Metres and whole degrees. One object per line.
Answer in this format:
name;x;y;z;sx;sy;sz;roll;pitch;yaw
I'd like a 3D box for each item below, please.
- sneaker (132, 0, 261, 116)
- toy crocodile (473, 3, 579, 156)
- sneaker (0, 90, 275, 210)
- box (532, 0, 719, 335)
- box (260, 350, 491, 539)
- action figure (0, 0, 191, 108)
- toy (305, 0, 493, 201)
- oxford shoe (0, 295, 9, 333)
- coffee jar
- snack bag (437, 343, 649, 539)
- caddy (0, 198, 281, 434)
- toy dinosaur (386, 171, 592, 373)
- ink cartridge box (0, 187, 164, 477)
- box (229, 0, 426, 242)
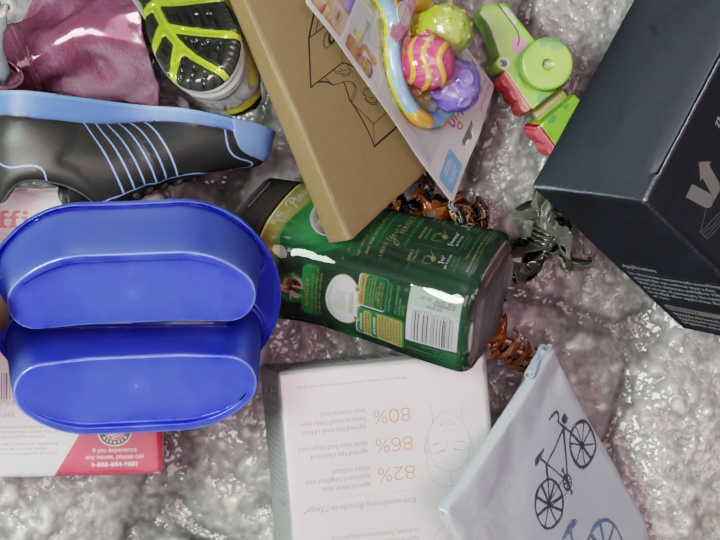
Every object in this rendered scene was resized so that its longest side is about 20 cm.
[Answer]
sneaker;-0.122;-0.185;1.280;0.075;0.076;0.201;-24;59;8
toy crocodile;0.145;-0.112;1.390;0.062;0.068;0.200;-38;97;-6
sneaker;-0.157;-0.075;1.272;0.199;0.070;0.078;5;93;-18
box;0.259;-0.082;1.336;0.200;0.117;0.197;39;73;-34
box;0.014;0.162;1.357;0.151;0.106;0.201;-4;92;-10
action figure;-0.240;-0.147;1.326;0.199;0.134;0.149;-26;122;-8
toy;0.045;-0.157;1.291;0.200;0.047;0.115;49;48;-35
oxford shoe;-0.291;0.070;1.217;0.071;0.200;0.071;37;53;-1
coffee jar;0.000;0.000;1.321;0.199;0.104;0.086;15;125;17
snack bag;0.131;0.184;1.344;0.189;0.021;0.200;-52;123;-40
caddy;-0.151;0.027;1.246;0.199;0.105;0.142;-2;115;-7
toy dinosaur;0.094;-0.005;1.389;0.135;0.102;0.200;-32;115;8
ink cartridge box;-0.212;0.042;1.329;0.147;0.086;0.201;1;90;-9
box;-0.007;-0.144;1.285;0.163;0.021;0.201;-43;120;-43
